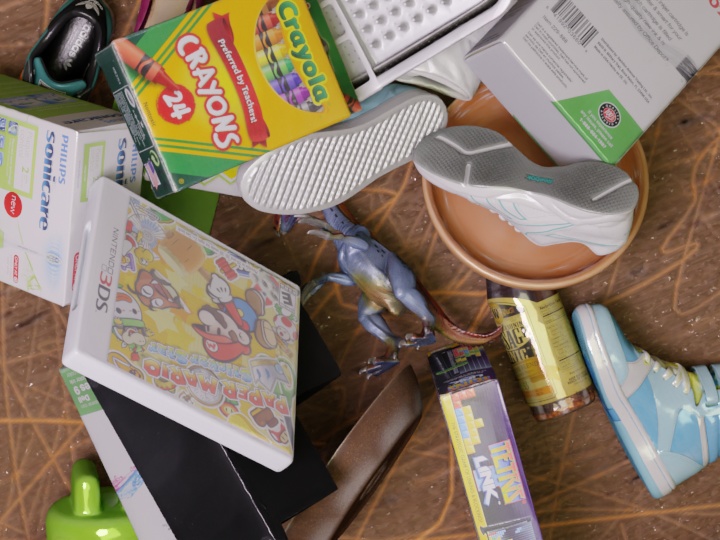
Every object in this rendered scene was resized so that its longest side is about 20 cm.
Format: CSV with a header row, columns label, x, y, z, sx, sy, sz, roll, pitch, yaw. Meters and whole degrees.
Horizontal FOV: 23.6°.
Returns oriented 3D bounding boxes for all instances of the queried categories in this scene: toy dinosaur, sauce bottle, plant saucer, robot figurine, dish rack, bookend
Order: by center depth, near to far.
label,x,y,z,sx,sy,sz,roll,pitch,yaw
bookend,-0.088,0.124,1.401,0.092,0.200,0.199,-35,83,34
dish rack,0.020,-0.250,1.430,0.199,0.044,0.172,-29,89,24
plant saucer,-0.001,0.173,1.494,0.037,0.200,0.201,35,96,9
plant saucer,0.152,-0.076,1.511,0.199,0.037,0.201,1,74,-2
toy dinosaur,0.000,0.000,1.528,0.105,0.199,0.182,-41,59,38
robot figurine,-0.220,0.270,1.542,0.174,0.116,0.201,-6,100,-14
sauce bottle,0.149,0.034,1.548,0.066,0.066,0.201,-22,90,1

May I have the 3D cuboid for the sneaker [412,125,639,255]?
label,x,y,z,sx,sy,sz,roll,pitch,yaw
sneaker,0.134,-0.061,1.446,0.199,0.080,0.071,20,55,20

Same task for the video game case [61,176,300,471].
label,x,y,z,sx,sy,sz,roll,pitch,yaw
video game case,-0.130,0.040,1.320,0.199,0.183,0.023,31,129,-28

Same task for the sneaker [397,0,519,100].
label,x,y,z,sx,sy,sz,roll,pitch,yaw
sneaker,0.036,-0.229,1.483,0.199,0.074,0.116,32,80,-9

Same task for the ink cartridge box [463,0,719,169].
label,x,y,z,sx,sy,sz,roll,pitch,yaw
ink cartridge box,0.211,-0.201,1.470,0.146,0.084,0.200,47,72,-10

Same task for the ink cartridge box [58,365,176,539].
label,x,y,z,sx,sy,sz,roll,pitch,yaw
ink cartridge box,-0.153,0.138,1.496,0.087,0.145,0.201,-21,99,34

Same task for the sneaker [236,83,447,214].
label,x,y,z,sx,sy,sz,roll,pitch,yaw
sneaker,-0.026,-0.106,1.481,0.199,0.082,0.074,-21,117,-23

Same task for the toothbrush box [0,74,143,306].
label,x,y,z,sx,sy,sz,roll,pitch,yaw
toothbrush box,-0.281,-0.073,1.420,0.199,0.086,0.146,19,111,31

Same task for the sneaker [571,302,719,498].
label,x,y,z,sx,sy,sz,roll,pitch,yaw
sneaker,0.279,0.096,1.561,0.130,0.080,0.201,-26,109,3

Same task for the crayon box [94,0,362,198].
label,x,y,z,sx,sy,sz,roll,pitch,yaw
crayon box,-0.095,-0.154,1.374,0.199,0.051,0.128,-26,97,-25

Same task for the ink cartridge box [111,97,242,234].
label,x,y,z,sx,sy,sz,roll,pitch,yaw
ink cartridge box,-0.147,-0.079,1.472,0.147,0.076,0.201,7,103,-45

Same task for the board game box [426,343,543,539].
label,x,y,z,sx,sy,sz,roll,pitch,yaw
board game box,0.114,0.176,1.520,0.056,0.165,0.201,-16,101,0

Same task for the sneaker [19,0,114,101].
label,x,y,z,sx,sy,sz,roll,pitch,yaw
sneaker,-0.272,-0.146,1.486,0.071,0.080,0.201,22,99,-6

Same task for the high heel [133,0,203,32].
label,x,y,z,sx,sy,sz,roll,pitch,yaw
high heel,-0.170,-0.195,1.476,0.067,0.096,0.201,6,99,-4
